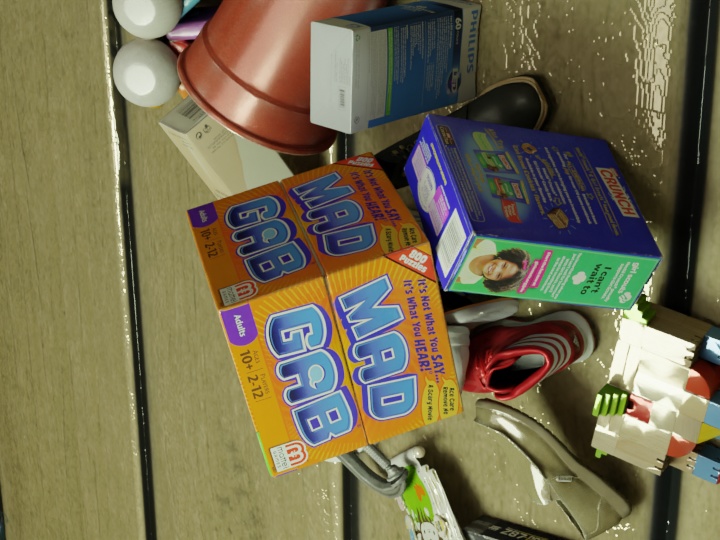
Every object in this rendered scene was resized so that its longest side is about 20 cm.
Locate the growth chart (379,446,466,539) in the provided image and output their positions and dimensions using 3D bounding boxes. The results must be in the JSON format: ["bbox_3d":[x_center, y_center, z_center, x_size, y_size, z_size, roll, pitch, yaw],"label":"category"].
[{"bbox_3d":[0.084,0.305,1.613,0.201,0.018,0.145,65,153,18],"label":"growth chart"}]

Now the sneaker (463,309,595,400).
[{"bbox_3d":[0.143,0.098,1.443,0.200,0.115,0.079,-29,84,46],"label":"sneaker"}]

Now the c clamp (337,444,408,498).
[{"bbox_3d":[-0.012,0.202,1.606,0.200,0.027,0.171,47,154,-12],"label":"c clamp"}]

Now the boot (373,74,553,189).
[{"bbox_3d":[0.090,-0.128,1.393,0.200,0.138,0.078,-34,81,45],"label":"boot"}]

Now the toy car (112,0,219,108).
[{"bbox_3d":[-0.211,-0.291,1.638,0.149,0.175,0.201,7,114,6],"label":"toy car"}]

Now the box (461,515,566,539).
[{"bbox_3d":[0.196,0.397,1.554,0.161,0.049,0.201,7,109,42],"label":"box"}]

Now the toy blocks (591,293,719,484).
[{"bbox_3d":[0.311,0.125,1.318,0.136,0.100,0.201,21,120,25],"label":"toy blocks"}]

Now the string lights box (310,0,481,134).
[{"bbox_3d":[0.038,-0.211,1.369,0.059,0.199,0.103,20,118,38],"label":"string lights box"}]

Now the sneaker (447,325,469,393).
[{"bbox_3d":[0.069,0.122,1.509,0.200,0.075,0.089,136,130,-70],"label":"sneaker"}]

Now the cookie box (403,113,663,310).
[{"bbox_3d":[0.159,-0.055,1.270,0.172,0.199,0.075,-105,30,-43],"label":"cookie box"}]

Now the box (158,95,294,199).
[{"bbox_3d":[-0.138,-0.117,1.589,0.200,0.078,0.095,54,167,-29],"label":"box"}]

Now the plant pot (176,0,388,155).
[{"bbox_3d":[-0.071,-0.265,1.476,0.201,0.200,0.196,47,125,22],"label":"plant pot"}]

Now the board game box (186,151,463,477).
[{"bbox_3d":[-0.037,0.038,1.325,0.200,0.199,0.201,-118,12,-57],"label":"board game box"}]

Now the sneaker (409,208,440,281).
[{"bbox_3d":[0.058,-0.026,1.512,0.199,0.072,0.072,9,113,46],"label":"sneaker"}]

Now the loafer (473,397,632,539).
[{"bbox_3d":[0.193,0.210,1.419,0.200,0.068,0.076,38,174,2],"label":"loafer"}]

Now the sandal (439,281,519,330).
[{"bbox_3d":[0.098,0.038,1.496,0.206,0.079,0.060,-21,74,51],"label":"sandal"}]

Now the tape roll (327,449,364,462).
[{"bbox_3d":[-0.046,0.142,1.705,0.202,0.037,0.204,18,116,39],"label":"tape roll"}]
